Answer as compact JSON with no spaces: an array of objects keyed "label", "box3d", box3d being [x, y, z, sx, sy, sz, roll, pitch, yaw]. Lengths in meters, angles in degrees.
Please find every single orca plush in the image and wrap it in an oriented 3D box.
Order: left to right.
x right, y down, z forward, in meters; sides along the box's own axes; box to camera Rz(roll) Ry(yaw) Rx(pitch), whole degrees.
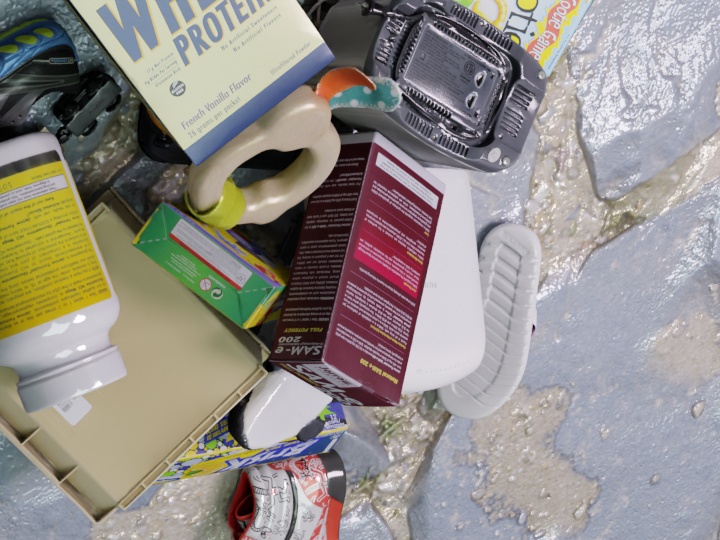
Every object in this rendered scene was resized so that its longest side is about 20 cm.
[{"label":"orca plush","box3d":[-0.057,0.078,1.656,0.200,0.071,0.105,-53,137,-18]}]

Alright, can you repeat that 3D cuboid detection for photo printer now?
[{"label":"photo printer","box3d":[0.032,0.008,1.637,0.166,0.069,0.201,1,82,-40]}]

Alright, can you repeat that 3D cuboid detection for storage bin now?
[{"label":"storage bin","box3d":[-0.212,0.073,1.555,0.199,0.094,0.200,-43,99,2]}]

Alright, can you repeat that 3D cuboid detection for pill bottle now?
[{"label":"pill bottle","box3d":[-0.255,0.003,1.438,0.112,0.112,0.201,-21,92,-15]}]

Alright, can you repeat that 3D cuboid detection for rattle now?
[{"label":"rattle","box3d":[-0.069,-0.135,1.453,0.130,0.143,0.200,12,135,-29]}]

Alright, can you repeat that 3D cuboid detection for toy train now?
[{"label":"toy train","box3d":[-0.274,-0.088,1.517,0.200,0.046,0.034,-46,127,1]}]

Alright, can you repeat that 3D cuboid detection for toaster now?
[{"label":"toaster","box3d":[0.042,-0.158,1.506,0.200,0.129,0.114,27,80,-31]}]

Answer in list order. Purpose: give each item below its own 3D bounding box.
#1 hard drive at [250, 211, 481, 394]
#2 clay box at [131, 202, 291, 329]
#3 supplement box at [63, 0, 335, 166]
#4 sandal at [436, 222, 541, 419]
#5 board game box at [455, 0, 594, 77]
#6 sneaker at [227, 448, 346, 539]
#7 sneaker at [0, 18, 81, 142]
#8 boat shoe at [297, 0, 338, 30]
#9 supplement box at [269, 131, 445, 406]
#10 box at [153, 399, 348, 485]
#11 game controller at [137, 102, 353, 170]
[{"label":"hard drive","box3d":[0.002,0.032,1.724,0.200,0.038,0.140,17,107,-31]},{"label":"clay box","box3d":[-0.111,-0.007,1.537,0.115,0.200,0.048,37,96,4]},{"label":"supplement box","box3d":[-0.151,-0.219,1.398,0.134,0.200,0.200,-38,119,-3]},{"label":"sandal","box3d":[0.135,0.051,1.790,0.050,0.082,0.203,-28,139,-66]},{"label":"board game box","box3d":[0.091,-0.262,1.568,0.200,0.105,0.103,23,103,-34]},{"label":"sneaker","box3d":[-0.075,0.270,1.798,0.108,0.067,0.202,-7,115,-22]},{"label":"sneaker","box3d":[-0.308,-0.121,1.466,0.199,0.071,0.083,-32,120,-11]},{"label":"boat shoe","box3d":[-0.003,-0.218,1.573,0.200,0.057,0.067,17,108,-33]},{"label":"supplement box","box3d":[0.000,0.000,1.516,0.109,0.061,0.201,34,62,-46]},{"label":"box","box3d":[-0.118,0.143,1.690,0.199,0.064,0.070,-8,159,-21]},{"label":"game controller","box3d":[-0.093,-0.138,1.591,0.199,0.042,0.105,2,101,-28]}]
